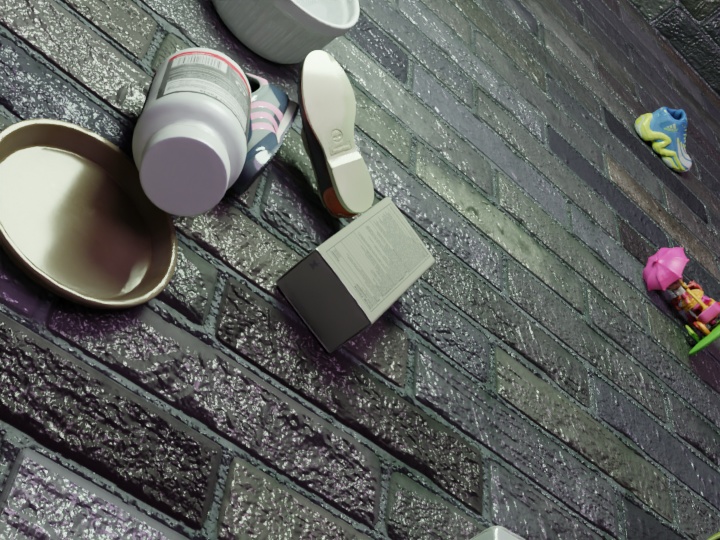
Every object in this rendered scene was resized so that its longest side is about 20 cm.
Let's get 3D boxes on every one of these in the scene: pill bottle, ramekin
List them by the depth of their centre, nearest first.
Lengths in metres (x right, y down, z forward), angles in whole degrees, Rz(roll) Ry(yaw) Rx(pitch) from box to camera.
[{"bbox_3d":[-0.166,-0.137,1.006,0.111,0.111,0.200,38,22,-23],"label":"pill bottle"},{"bbox_3d":[-0.107,-0.369,1.339,0.200,0.105,0.201,32,39,-30],"label":"ramekin"}]

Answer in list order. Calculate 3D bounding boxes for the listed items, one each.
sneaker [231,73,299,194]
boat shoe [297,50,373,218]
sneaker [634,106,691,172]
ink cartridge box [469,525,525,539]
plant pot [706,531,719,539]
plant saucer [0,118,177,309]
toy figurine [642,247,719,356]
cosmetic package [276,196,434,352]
[{"bbox_3d":[-0.131,-0.159,1.155,0.082,0.070,0.200,38,29,-15],"label":"sneaker"},{"bbox_3d":[-0.038,-0.161,1.220,0.071,0.062,0.201,-18,94,-28],"label":"boat shoe"},{"bbox_3d":[0.730,-0.307,2.349,0.199,0.105,0.076,31,39,-31],"label":"sneaker"},{"bbox_3d":[0.156,0.378,0.998,0.145,0.083,0.201,35,36,-26],"label":"ink cartridge box"},{"bbox_3d":[0.535,0.424,1.380,0.188,0.187,0.200,61,18,11],"label":"plant pot"},{"bbox_3d":[-0.255,-0.049,0.923,0.200,0.029,0.201,32,39,-30],"label":"plant saucer"},{"bbox_3d":[0.602,0.039,1.866,0.184,0.150,0.200,50,9,12],"label":"toy figurine"},{"bbox_3d":[0.000,0.000,1.161,0.104,0.073,0.200,54,33,-1],"label":"cosmetic package"}]
